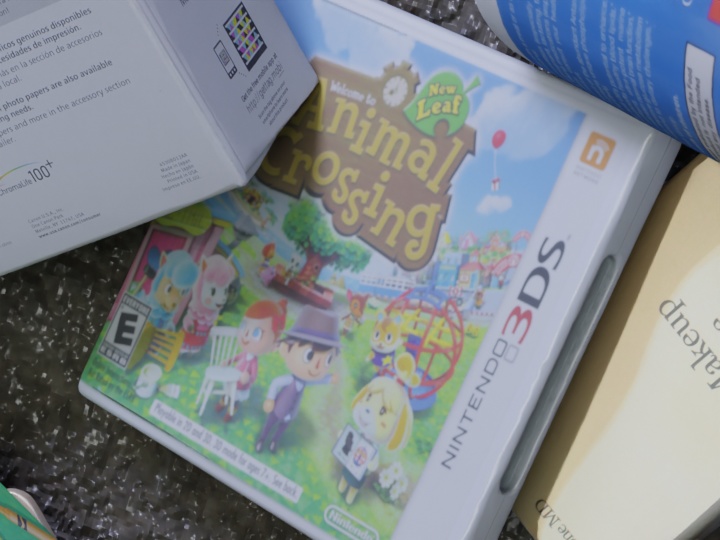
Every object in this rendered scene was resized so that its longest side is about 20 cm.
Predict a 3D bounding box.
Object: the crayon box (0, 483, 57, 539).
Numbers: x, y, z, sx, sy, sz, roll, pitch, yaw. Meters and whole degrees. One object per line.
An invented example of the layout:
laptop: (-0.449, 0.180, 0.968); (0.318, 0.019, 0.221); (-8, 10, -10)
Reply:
crayon box: (-0.201, 0.108, 1.061); (0.200, 0.058, 0.119); (44, 106, 7)

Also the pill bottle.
pill bottle: (0.104, -0.105, 0.912); (0.200, 0.112, 0.113); (32, 101, 43)

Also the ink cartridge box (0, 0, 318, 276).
ink cartridge box: (-0.147, -0.093, 1.005); (0.199, 0.084, 0.176); (-18, 113, 30)

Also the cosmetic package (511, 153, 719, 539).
cosmetic package: (0.132, 0.018, 0.977); (0.200, 0.071, 0.105); (-43, 78, 14)

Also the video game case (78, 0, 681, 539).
video game case: (0.000, 0.000, 0.997); (0.199, 0.022, 0.183); (27, 93, 41)

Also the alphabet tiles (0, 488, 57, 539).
alphabet tiles: (-0.180, 0.179, 1.102); (0.195, 0.015, 0.201); (-31, 87, 17)
